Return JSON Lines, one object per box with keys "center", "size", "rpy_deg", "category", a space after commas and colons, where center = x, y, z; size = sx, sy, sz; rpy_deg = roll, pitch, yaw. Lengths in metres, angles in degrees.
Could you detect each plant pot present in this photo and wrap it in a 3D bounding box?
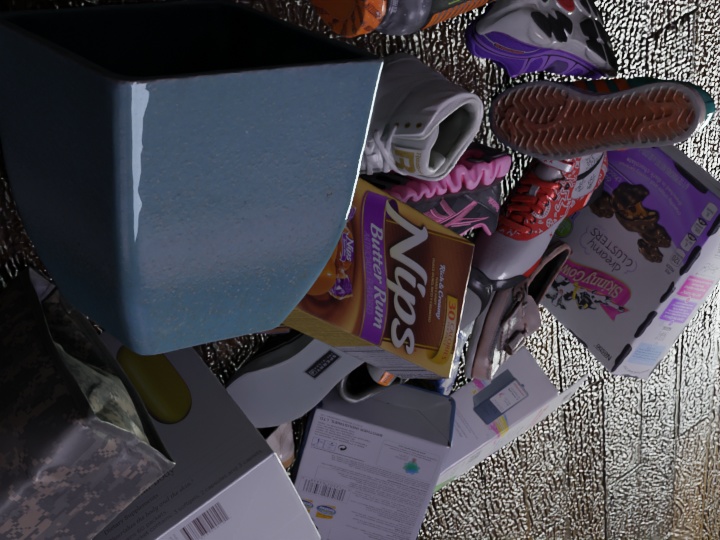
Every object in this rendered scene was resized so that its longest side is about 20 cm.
{"center": [-0.124, -0.060, 0.990], "size": [0.195, 0.196, 0.201], "rpy_deg": [-10, 115, -36], "category": "plant pot"}

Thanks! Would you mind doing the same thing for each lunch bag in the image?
{"center": [-0.254, 0.112, 1.080], "size": [0.164, 0.200, 0.118], "rpy_deg": [-42, 139, 5], "category": "lunch bag"}

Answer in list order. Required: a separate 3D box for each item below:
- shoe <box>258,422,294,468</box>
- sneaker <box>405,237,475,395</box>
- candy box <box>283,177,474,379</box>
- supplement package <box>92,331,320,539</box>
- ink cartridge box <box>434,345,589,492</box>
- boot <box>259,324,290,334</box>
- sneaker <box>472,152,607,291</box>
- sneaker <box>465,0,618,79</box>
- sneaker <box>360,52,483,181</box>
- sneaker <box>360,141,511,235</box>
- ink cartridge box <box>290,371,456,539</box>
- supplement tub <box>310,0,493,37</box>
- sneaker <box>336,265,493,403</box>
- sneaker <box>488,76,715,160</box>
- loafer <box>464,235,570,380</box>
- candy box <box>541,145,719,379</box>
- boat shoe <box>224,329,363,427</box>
{"center": [-0.141, 0.176, 1.360], "size": [0.199, 0.070, 0.054], "rpy_deg": [-21, 139, -39], "category": "shoe"}
{"center": [0.089, 0.055, 1.450], "size": [0.088, 0.075, 0.201], "rpy_deg": [-27, 144, -30], "category": "sneaker"}
{"center": [0.000, 0.000, 1.133], "size": [0.200, 0.056, 0.117], "rpy_deg": [27, 68, -44], "category": "candy box"}
{"center": [-0.161, 0.164, 1.214], "size": [0.151, 0.200, 0.151], "rpy_deg": [-35, 142, -11], "category": "supplement package"}
{"center": [0.136, 0.150, 1.563], "size": [0.199, 0.067, 0.117], "rpy_deg": [-31, 165, -16], "category": "ink cartridge box"}
{"center": [-0.024, 0.009, 1.223], "size": [0.199, 0.075, 0.097], "rpy_deg": [-10, 162, 5], "category": "boot"}
{"center": [0.163, -0.076, 1.371], "size": [0.201, 0.067, 0.108], "rpy_deg": [-42, 146, -32], "category": "sneaker"}
{"center": [0.156, -0.201, 1.278], "size": [0.083, 0.081, 0.199], "rpy_deg": [-26, 161, 33], "category": "sneaker"}
{"center": [0.003, -0.098, 1.165], "size": [0.200, 0.115, 0.074], "rpy_deg": [-36, 131, -19], "category": "sneaker"}
{"center": [0.049, -0.048, 1.292], "size": [0.199, 0.079, 0.096], "rpy_deg": [-15, 120, -31], "category": "sneaker"}
{"center": [0.002, 0.202, 1.455], "size": [0.136, 0.077, 0.201], "rpy_deg": [16, 124, -1], "category": "ink cartridge box"}
{"center": [0.060, -0.248, 1.081], "size": [0.199, 0.123, 0.123], "rpy_deg": [-24, 140, -24], "category": "supplement tub"}
{"center": [0.048, 0.059, 1.343], "size": [0.074, 0.080, 0.200], "rpy_deg": [34, 131, -18], "category": "sneaker"}
{"center": [0.215, -0.135, 1.308], "size": [0.080, 0.199, 0.072], "rpy_deg": [-13, 104, -59], "category": "sneaker"}
{"center": [0.151, 0.028, 1.401], "size": [0.072, 0.063, 0.200], "rpy_deg": [96, 14, -45], "category": "loafer"}
{"center": [0.268, -0.022, 1.460], "size": [0.071, 0.168, 0.201], "rpy_deg": [10, 119, -47], "category": "candy box"}
{"center": [-0.048, 0.074, 1.338], "size": [0.200, 0.064, 0.071], "rpy_deg": [-34, 119, 26], "category": "boat shoe"}
